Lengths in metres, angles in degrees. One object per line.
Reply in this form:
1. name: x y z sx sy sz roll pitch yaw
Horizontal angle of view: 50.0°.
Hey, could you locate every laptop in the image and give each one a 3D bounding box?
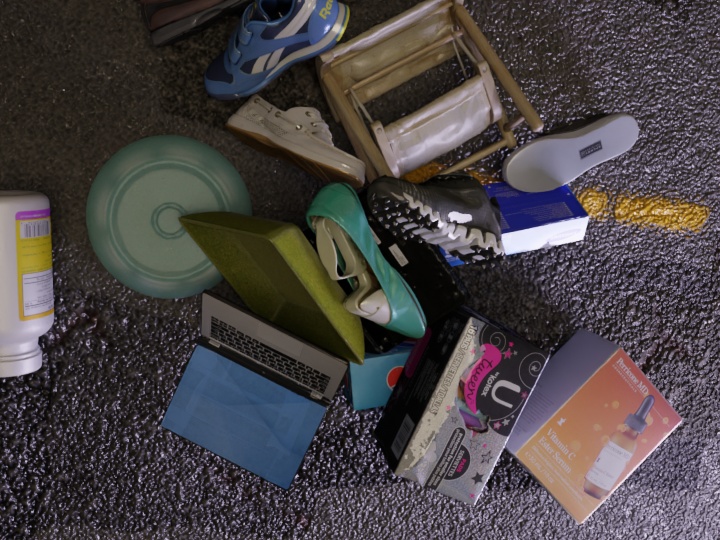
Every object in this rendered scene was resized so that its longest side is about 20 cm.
1. laptop: 0.000 0.000 0.928 0.199 0.103 0.178 -34 106 14
2. laptop: -0.133 0.149 0.925 0.186 0.200 0.116 26 60 2

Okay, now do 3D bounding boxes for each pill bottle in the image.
1. pill bottle: -0.402 0.013 0.871 0.103 0.104 0.202 0 99 -12

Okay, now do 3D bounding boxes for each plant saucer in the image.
1. plant saucer: -0.229 -0.062 0.932 0.198 0.036 0.202 -2 99 -12
2. plant saucer: -0.091 0.007 0.879 0.048 0.199 0.200 -49 125 -22

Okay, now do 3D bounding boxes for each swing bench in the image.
1. swing bench: 0.075 -0.204 0.926 0.198 0.130 0.201 -28 91 -6

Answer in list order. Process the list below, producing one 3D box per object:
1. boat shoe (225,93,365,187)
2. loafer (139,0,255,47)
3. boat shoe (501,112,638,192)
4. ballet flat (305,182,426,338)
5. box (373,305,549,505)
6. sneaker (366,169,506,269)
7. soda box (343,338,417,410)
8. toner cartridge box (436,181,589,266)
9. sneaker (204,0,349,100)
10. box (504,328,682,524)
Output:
1. boat shoe: -0.068 -0.158 0.888 0.199 0.071 0.070 28 83 27
2. loafer: -0.157 -0.320 0.875 0.199 0.072 0.063 -23 101 6
3. boat shoe: 0.263 -0.161 1.007 0.199 0.066 0.070 -26 115 -12
4. ballet flat: -0.001 0.004 0.833 0.070 0.067 0.201 -39 107 -32
5. box: 0.117 0.152 0.927 0.114 0.132 0.201 24 95 -13
6. sneaker: 0.085 -0.073 0.832 0.199 0.066 0.091 22 67 -37
7. soda box: 0.078 0.127 1.016 0.198 0.064 0.068 -8 101 -11
8. toner cartridge box: 0.177 -0.066 0.986 0.199 0.095 0.043 -11 137 -10
9. sneaker: -0.110 -0.262 0.864 0.199 0.074 0.082 -24 143 28
10. box: 0.302 0.209 1.057 0.200 0.106 0.152 -45 105 -2
